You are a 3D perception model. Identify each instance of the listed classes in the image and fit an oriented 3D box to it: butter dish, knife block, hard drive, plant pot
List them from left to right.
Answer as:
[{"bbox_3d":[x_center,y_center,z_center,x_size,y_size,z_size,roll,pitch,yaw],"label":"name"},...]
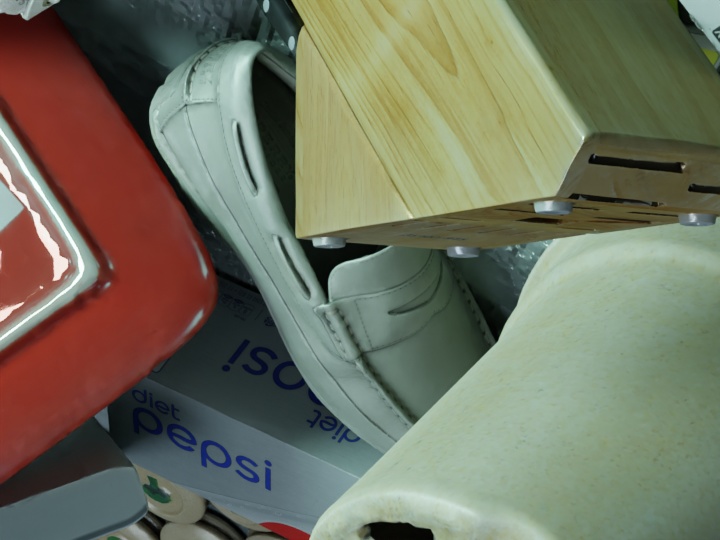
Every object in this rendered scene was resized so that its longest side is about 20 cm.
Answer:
[{"bbox_3d":[-0.163,-0.001,1.002,0.200,0.199,0.148,55,-175,16],"label":"butter dish"},{"bbox_3d":[-0.170,0.091,1.062,0.200,0.131,0.027,-152,44,-73],"label":"hard drive"},{"bbox_3d":[0.031,-0.095,0.727,0.200,0.064,0.176,-7,81,60],"label":"knife block"},{"bbox_3d":[0.082,0.095,0.834,0.200,0.183,0.201,20,124,33],"label":"plant pot"}]

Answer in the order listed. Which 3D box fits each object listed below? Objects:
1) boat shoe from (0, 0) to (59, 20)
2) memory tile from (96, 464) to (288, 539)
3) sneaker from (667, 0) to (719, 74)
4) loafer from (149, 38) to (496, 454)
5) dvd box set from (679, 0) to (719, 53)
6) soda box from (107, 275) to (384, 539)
[{"bbox_3d":[-0.116,-0.118,0.886,0.199,0.069,0.071,-12,133,31],"label":"boat shoe"},{"bbox_3d":[-0.053,0.135,1.179,0.199,0.017,0.154,3,132,37],"label":"memory tile"},{"bbox_3d":[0.134,-0.068,0.751,0.199,0.075,0.077,15,137,30],"label":"sneaker"},{"bbox_3d":[0.000,0.000,0.942,0.200,0.070,0.070,50,151,-15],"label":"loafer"},{"bbox_3d":[0.188,-0.092,0.647,0.200,0.029,0.146,-33,107,25],"label":"dvd box set"},{"bbox_3d":[-0.005,0.073,1.031,0.199,0.063,0.068,24,143,18],"label":"soda box"}]
